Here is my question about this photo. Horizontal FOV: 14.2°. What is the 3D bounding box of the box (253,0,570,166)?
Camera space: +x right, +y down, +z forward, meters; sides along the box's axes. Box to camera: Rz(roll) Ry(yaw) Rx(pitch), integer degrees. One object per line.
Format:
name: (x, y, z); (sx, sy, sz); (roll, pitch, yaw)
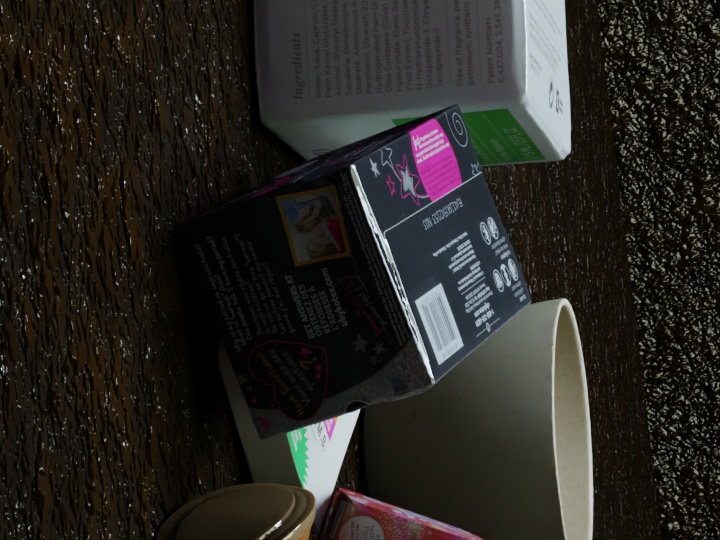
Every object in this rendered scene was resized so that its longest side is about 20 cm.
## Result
box: (0.034, -0.175, 1.820); (0.199, 0.171, 0.201); (34, 53, -76)

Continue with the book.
book: (-0.040, 0.046, 1.715); (0.200, 0.048, 0.134); (-73, 153, -56)

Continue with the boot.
boot: (-0.059, 0.210, 1.463); (0.200, 0.076, 0.156); (-75, 160, -64)

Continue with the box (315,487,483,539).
box: (0.017, 0.186, 1.632); (0.200, 0.095, 0.100); (130, -21, -86)

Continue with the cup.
cup: (0.081, 0.125, 2.026); (0.200, 0.143, 0.201); (-4, 90, -79)

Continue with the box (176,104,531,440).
box: (0.000, 0.000, 1.614); (0.133, 0.114, 0.200); (69, 23, -5)
